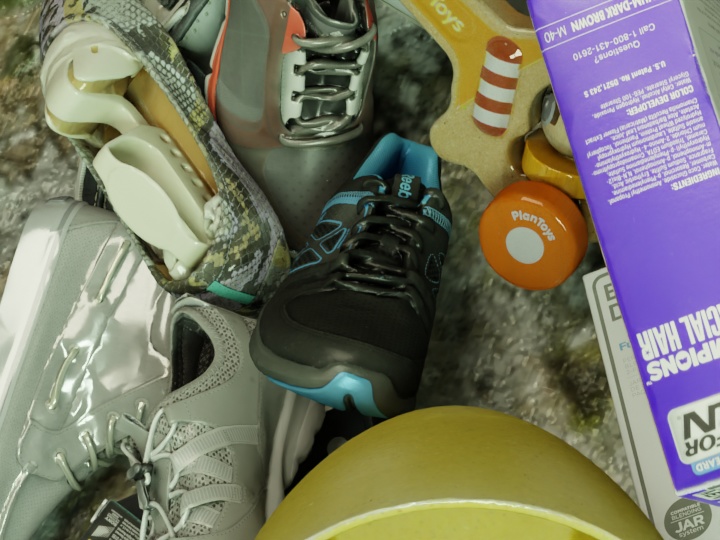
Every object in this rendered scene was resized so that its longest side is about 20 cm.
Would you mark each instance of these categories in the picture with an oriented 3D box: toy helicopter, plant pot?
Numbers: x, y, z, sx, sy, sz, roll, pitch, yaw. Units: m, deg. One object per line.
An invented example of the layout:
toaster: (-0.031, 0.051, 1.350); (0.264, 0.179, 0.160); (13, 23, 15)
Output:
toy helicopter: (0.064, -0.099, 1.251); (0.132, 0.200, 0.079); (-43, 2, 40)
plant pot: (0.038, 0.134, 1.138); (0.199, 0.200, 0.142); (-25, 26, 14)

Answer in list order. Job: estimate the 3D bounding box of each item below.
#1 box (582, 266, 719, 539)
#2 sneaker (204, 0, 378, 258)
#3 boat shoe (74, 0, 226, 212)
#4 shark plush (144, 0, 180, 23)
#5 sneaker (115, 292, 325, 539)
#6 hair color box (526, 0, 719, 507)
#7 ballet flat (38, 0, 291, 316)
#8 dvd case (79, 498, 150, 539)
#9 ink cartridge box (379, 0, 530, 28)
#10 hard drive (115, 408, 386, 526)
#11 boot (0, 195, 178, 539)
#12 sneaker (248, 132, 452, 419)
box: (0.169, 0.077, 1.194); (0.116, 0.060, 0.201); (-20, 56, 16)
sneaker: (-0.026, -0.097, 1.319); (0.077, 0.201, 0.082); (-12, 14, -17)
boat shoe: (-0.072, -0.091, 1.382); (0.201, 0.075, 0.060); (-64, 14, 1)
shark plush: (-0.062, -0.127, 1.424); (0.083, 0.091, 0.201); (26, 70, 4)
sneaker: (-0.074, 0.094, 1.220); (0.075, 0.082, 0.200); (-42, 22, 37)
hair color box: (0.131, -0.013, 1.121); (0.065, 0.109, 0.201); (-22, 75, 17)
ballet flat: (-0.103, -0.063, 1.324); (0.072, 0.072, 0.201); (-38, 65, 4)
dvd case: (-0.118, 0.214, 1.248); (0.146, 0.022, 0.200); (31, 80, 36)
ink cartridge box: (0.091, -0.216, 1.350); (0.146, 0.084, 0.201); (-15, 55, 48)
hard drive: (-0.031, 0.168, 1.262); (0.139, 0.038, 0.201); (-25, 55, 14)
boot: (-0.128, 0.071, 1.346); (0.095, 0.074, 0.201); (15, 88, 9)
sneaker: (0.000, 0.000, 1.246); (0.073, 0.200, 0.082); (19, 109, -5)
